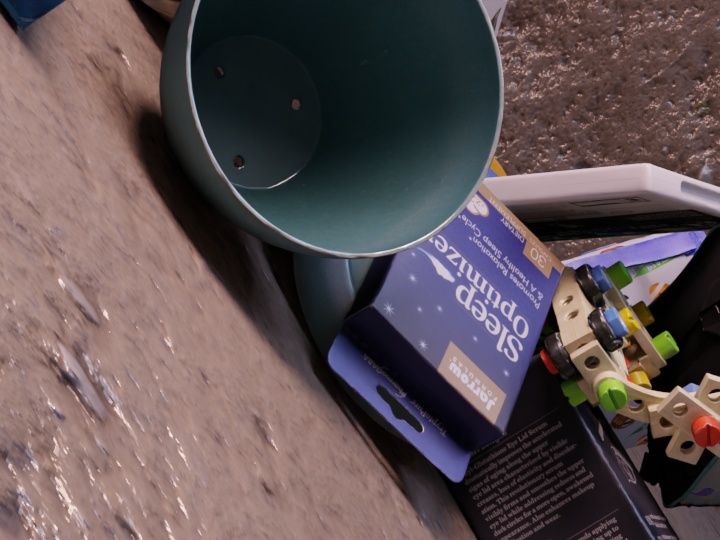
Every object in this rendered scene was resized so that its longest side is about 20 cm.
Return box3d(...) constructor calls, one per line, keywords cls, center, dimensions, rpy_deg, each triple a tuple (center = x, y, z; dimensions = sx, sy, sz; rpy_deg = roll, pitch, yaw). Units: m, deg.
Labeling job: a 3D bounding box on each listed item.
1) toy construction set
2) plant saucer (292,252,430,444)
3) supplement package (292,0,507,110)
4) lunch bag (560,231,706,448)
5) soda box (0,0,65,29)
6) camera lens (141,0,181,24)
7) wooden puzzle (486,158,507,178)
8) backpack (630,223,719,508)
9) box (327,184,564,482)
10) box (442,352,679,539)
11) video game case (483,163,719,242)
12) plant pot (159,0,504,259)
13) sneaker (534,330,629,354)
box3d(cls="toy construction set", center=(0.175, 0.063, 1.352), dimensions=(0.131, 0.092, 0.200), rpy_deg=(53, -1, -24))
box3d(cls="plant saucer", center=(0.040, 0.018, 1.299), dimensions=(0.200, 0.027, 0.201), rpy_deg=(28, 48, -35))
box3d(cls="supplement package", center=(0.021, -0.182, 1.283), dimensions=(0.117, 0.201, 0.117), rpy_deg=(30, 40, 19))
box3d(cls="lunch bag", center=(0.200, 0.053, 1.690), dimensions=(0.200, 0.169, 0.124), rpy_deg=(93, -25, -48))
box3d(cls="soda box", center=(-0.167, -0.198, 1.082), dimensions=(0.064, 0.068, 0.200), rpy_deg=(53, 9, -22))
box3d(cls="camera lens", center=(-0.073, -0.225, 1.403), dimensions=(0.160, 0.160, 0.200), rpy_deg=(60, 9, 19))
box3d(cls="wooden puzzle", center=(0.070, -0.063, 1.563), dimensions=(0.185, 0.046, 0.200), rpy_deg=(37, 24, -38))
box3d(cls="backpack", center=(0.285, 0.064, 1.436), dimensions=(0.200, 0.153, 0.176), rpy_deg=(103, -12, -55))
box3d(cls="box", center=(0.057, 0.025, 1.266), dimensions=(0.121, 0.032, 0.200), rpy_deg=(44, 42, -17))
box3d(cls="box", center=(0.145, 0.170, 1.411), dimensions=(0.200, 0.104, 0.148), rpy_deg=(59, 9, 15))
box3d(cls="video game case", center=(0.153, -0.045, 1.423), dimensions=(0.182, 0.199, 0.023), rpy_deg=(11, 78, -55))
box3d(cls="plant pot", center=(-0.037, -0.101, 1.180), dimensions=(0.200, 0.200, 0.135), rpy_deg=(55, -27, -13))
box3d(cls="sneaker", center=(0.144, 0.038, 1.485), dimensions=(0.200, 0.083, 0.074), rpy_deg=(9, 83, -47))
